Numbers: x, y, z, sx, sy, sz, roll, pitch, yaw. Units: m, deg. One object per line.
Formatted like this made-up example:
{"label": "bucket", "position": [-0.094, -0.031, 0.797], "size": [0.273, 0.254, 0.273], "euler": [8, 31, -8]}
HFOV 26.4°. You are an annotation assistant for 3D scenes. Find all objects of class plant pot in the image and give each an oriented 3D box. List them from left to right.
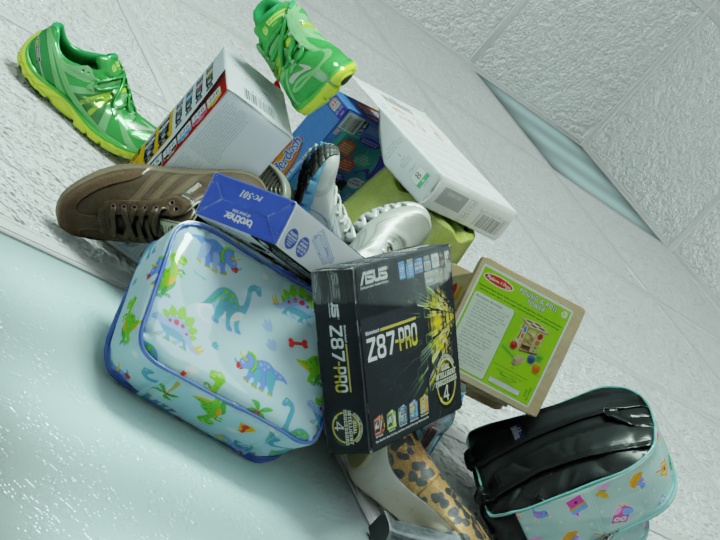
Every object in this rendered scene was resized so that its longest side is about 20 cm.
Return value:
{"label": "plant pot", "position": [0.025, -0.016, 1.750], "size": [0.200, 0.184, 0.200], "euler": [38, 17, -14]}

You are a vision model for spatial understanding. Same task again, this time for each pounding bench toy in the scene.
{"label": "pounding bench toy", "position": [0.105, 0.054, 1.634], "size": [0.200, 0.124, 0.156], "euler": [27, -8, -10]}

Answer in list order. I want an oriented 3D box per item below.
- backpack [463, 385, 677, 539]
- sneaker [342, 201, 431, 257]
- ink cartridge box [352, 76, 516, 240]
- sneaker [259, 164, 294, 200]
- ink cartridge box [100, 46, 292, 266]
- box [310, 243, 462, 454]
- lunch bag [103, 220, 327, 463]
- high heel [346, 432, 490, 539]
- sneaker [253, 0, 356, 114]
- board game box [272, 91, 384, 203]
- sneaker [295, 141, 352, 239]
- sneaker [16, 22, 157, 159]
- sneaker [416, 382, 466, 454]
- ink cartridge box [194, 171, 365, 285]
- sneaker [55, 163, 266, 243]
{"label": "backpack", "position": [0.229, 0.217, 1.596], "size": [0.153, 0.200, 0.176], "euler": [58, 9, -24]}
{"label": "sneaker", "position": [0.000, 0.000, 1.570], "size": [0.081, 0.200, 0.075], "euler": [31, -32, 51]}
{"label": "ink cartridge box", "position": [0.071, -0.129, 1.746], "size": [0.161, 0.050, 0.200], "euler": [21, 22, -51]}
{"label": "sneaker", "position": [-0.107, -0.065, 1.655], "size": [0.106, 0.075, 0.200], "euler": [35, -13, -33]}
{"label": "ink cartridge box", "position": [-0.166, -0.114, 1.535], "size": [0.084, 0.200, 0.176], "euler": [37, 16, -21]}
{"label": "box", "position": [0.028, 0.066, 1.380], "size": [0.200, 0.049, 0.162], "euler": [-13, 98, -61]}
{"label": "lunch bag", "position": [-0.111, 0.060, 1.326], "size": [0.200, 0.082, 0.161], "euler": [31, 54, -25]}
{"label": "high heel", "position": [0.061, 0.199, 1.467], "size": [0.142, 0.071, 0.200], "euler": [24, 39, -31]}
{"label": "sneaker", "position": [-0.066, -0.214, 1.504], "size": [0.084, 0.074, 0.200], "euler": [43, 4, -30]}
{"label": "board game box", "position": [-0.043, -0.107, 1.802], "size": [0.152, 0.200, 0.045], "euler": [20, 25, -53]}
{"label": "sneaker", "position": [-0.034, -0.049, 1.617], "size": [0.086, 0.200, 0.075], "euler": [11, 41, -4]}
{"label": "sneaker", "position": [-0.282, -0.192, 1.678], "size": [0.200, 0.084, 0.074], "euler": [39, 16, -11]}
{"label": "sneaker", "position": [0.038, 0.143, 1.579], "size": [0.079, 0.096, 0.200], "euler": [20, -4, -13]}
{"label": "ink cartridge box", "position": [-0.056, -0.019, 1.377], "size": [0.094, 0.044, 0.200], "euler": [22, -9, 32]}
{"label": "sneaker", "position": [-0.183, -0.056, 1.419], "size": [0.199, 0.071, 0.076], "euler": [-7, 28, -5]}
